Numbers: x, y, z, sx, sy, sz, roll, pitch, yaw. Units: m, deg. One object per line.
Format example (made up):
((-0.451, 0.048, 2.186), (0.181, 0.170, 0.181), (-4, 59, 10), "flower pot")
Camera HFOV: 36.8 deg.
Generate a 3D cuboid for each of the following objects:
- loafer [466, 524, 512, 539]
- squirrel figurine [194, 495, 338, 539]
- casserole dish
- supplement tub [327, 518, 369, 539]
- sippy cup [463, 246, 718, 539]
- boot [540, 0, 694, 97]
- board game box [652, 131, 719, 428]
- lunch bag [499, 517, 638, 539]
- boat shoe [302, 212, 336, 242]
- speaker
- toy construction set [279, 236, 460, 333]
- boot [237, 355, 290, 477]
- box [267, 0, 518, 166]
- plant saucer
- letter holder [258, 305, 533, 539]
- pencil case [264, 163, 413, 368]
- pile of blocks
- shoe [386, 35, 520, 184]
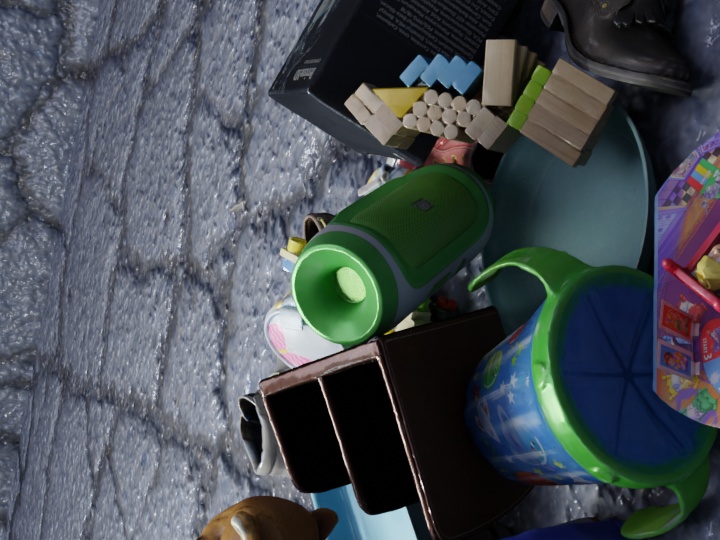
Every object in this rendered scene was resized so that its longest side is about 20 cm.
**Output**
((0.057, 0.274, 0.895), (0.201, 0.062, 0.072), (-60, 36, 38), "loafer")
((-0.045, 0.243, 0.682), (0.199, 0.141, 0.189), (1, 79, 44), "squirrel figurine")
((0.014, 0.197, 0.865), (0.121, 0.038, 0.202), (-49, 51, 44), "casserole dish")
((-0.051, 0.308, 0.969), (0.201, 0.143, 0.146), (111, 155, -59), "supplement tub")
((0.138, 0.081, 0.700), (0.130, 0.138, 0.180), (-34, 53, 56), "sippy cup")
((0.197, -0.229, 0.745), (0.201, 0.069, 0.175), (-116, 41, -52), "boot")
((0.221, -0.014, 0.606), (0.157, 0.039, 0.202), (-20, 54, 46), "board game box")
((0.084, 0.252, 0.722), (0.124, 0.169, 0.201), (52, 129, 41), "lunch bag")
((-0.027, 0.033, 1.137), (0.072, 0.059, 0.202), (-37, 51, 54), "boat shoe")
((0.030, -0.018, 0.803), (0.088, 0.200, 0.089), (12, 116, 26), "speaker")
((0.010, 0.040, 0.979), (0.093, 0.130, 0.201), (-67, 30, 30), "toy construction set")
((-0.088, 0.136, 1.192), (0.074, 0.095, 0.201), (-58, 35, 40), "boot")
((0.029, -0.207, 0.927), (0.201, 0.117, 0.197), (-61, 16, 0), "box")
((0.159, -0.033, 0.806), (0.200, 0.036, 0.202), (-30, 56, 59), "plant saucer")
((0.040, 0.117, 0.770), (0.100, 0.199, 0.144), (-21, 84, 28), "letter holder")
((0.000, 0.000, 0.902), (0.201, 0.082, 0.091), (-55, -25, -36), "pencil case")
((0.091, -0.124, 0.789), (0.198, 0.062, 0.083), (9, 96, 23), "pile of blocks")
((0.085, -0.099, 0.932), (0.201, 0.071, 0.092), (-54, 32, 37), "shoe")
